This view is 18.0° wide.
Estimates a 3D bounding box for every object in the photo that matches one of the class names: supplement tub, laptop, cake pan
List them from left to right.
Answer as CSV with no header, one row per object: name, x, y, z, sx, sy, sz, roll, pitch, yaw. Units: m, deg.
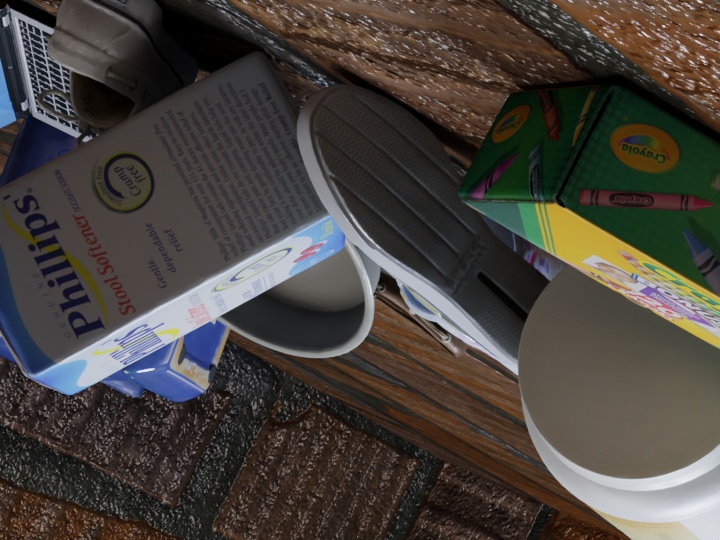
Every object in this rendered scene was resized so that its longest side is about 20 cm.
laptop,-0.235,-0.090,1.551,0.200,0.116,0.187,26,163,5
cake pan,-0.068,-0.025,1.532,0.200,0.037,0.200,25,145,20
supplement tub,0.167,0.069,1.192,0.144,0.145,0.200,24,173,25

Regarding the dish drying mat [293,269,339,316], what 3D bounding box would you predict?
dish drying mat,-0.071,-0.034,1.594,0.200,0.018,0.077,54,164,-21

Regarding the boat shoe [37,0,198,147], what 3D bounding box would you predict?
boat shoe,-0.146,-0.107,1.316,0.075,0.086,0.202,27,174,4

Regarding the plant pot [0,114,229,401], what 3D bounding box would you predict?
plant pot,-0.198,-0.003,1.878,0.179,0.200,0.200,18,172,13

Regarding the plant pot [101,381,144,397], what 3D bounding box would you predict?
plant pot,-0.366,0.049,3.131,0.200,0.180,0.200,28,173,-15

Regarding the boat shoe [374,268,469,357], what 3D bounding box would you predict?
boat shoe,-0.001,-0.001,1.641,0.202,0.075,0.075,26,174,12

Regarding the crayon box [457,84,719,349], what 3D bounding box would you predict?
crayon box,0.155,-0.009,0.990,0.200,0.058,0.119,29,174,-16

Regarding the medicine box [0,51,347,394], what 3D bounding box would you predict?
medicine box,-0.116,-0.021,1.309,0.103,0.200,0.182,60,177,5

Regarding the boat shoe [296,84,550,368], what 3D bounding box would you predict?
boat shoe,0.031,-0.018,1.221,0.200,0.072,0.062,48,159,-19

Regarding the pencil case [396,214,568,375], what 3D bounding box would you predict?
pencil case,0.103,0.024,1.373,0.091,0.083,0.200,2,160,34
